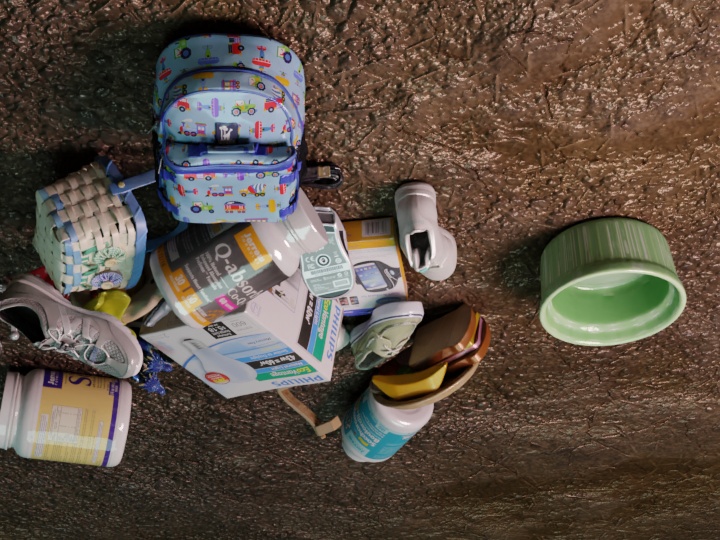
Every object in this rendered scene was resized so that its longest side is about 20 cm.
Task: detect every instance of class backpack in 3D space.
[{"bbox_3d":[-0.145,-0.161,1.262,0.182,0.135,0.200,2,144,-7],"label":"backpack"}]

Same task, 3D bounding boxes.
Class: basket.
[{"bbox_3d":[-0.301,-0.059,1.425,0.200,0.139,0.177,-26,158,-28],"label":"basket"}]

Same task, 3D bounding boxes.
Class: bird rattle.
[{"bbox_3d":[-0.344,0.032,1.541,0.163,0.200,0.113,-29,127,-21],"label":"bird rattle"}]

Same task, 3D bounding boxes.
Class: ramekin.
[{"bbox_3d":[0.343,0.014,1.577,0.199,0.098,0.200,-1,147,-1],"label":"ramekin"}]

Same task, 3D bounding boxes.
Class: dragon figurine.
[{"bbox_3d":[-0.340,0.100,1.585,0.200,0.059,0.099,35,178,2],"label":"dragon figurine"}]

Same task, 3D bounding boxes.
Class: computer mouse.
[{"bbox_3d":[-0.059,-0.051,1.474,0.109,0.044,0.201,-11,122,6],"label":"computer mouse"}]

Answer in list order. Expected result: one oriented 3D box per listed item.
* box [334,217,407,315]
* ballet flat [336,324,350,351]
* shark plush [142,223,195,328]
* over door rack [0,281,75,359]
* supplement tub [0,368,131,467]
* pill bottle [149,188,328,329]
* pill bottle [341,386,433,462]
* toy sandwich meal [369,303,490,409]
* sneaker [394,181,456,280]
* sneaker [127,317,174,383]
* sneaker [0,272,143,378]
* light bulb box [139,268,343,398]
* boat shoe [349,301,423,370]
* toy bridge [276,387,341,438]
[{"bbox_3d":[0.000,0.000,1.600,0.119,0.042,0.200,-5,149,6],"label":"box"},{"bbox_3d":[-0.100,0.129,1.778,0.199,0.070,0.069,-22,141,27],"label":"ballet flat"},{"bbox_3d":[-0.221,-0.016,1.482,0.083,0.091,0.200,35,106,-35],"label":"shark plush"},{"bbox_3d":[-0.503,0.087,1.690,0.147,0.067,0.200,0,147,0],"label":"over door rack"},{"bbox_3d":[-0.482,0.238,1.851,0.199,0.146,0.146,10,145,-16],"label":"supplement tub"},{"bbox_3d":[-0.147,-0.024,1.389,0.200,0.117,0.116,-31,141,7],"label":"pill bottle"},{"bbox_3d":[0.036,0.254,1.923,0.110,0.111,0.200,12,144,-19],"label":"pill bottle"},{"bbox_3d":[0.098,0.129,1.703,0.205,0.205,0.070,-19,113,25],"label":"toy sandwich meal"},{"bbox_3d":[0.084,-0.027,1.515,0.075,0.089,0.200,-11,146,12],"label":"sneaker"},{"bbox_3d":[-0.304,0.131,1.722,0.073,0.112,0.200,-20,142,28],"label":"sneaker"},{"bbox_3d":[-0.366,0.084,1.408,0.199,0.082,0.075,27,121,4],"label":"sneaker"},{"bbox_3d":[-0.163,0.072,1.592,0.198,0.125,0.200,-13,141,33],"label":"light bulb box"},{"bbox_3d":[0.041,0.096,1.676,0.072,0.062,0.200,0,161,-21],"label":"boat shoe"},{"bbox_3d":[-0.099,0.166,1.731,0.067,0.201,0.027,-24,-178,28],"label":"toy bridge"}]
